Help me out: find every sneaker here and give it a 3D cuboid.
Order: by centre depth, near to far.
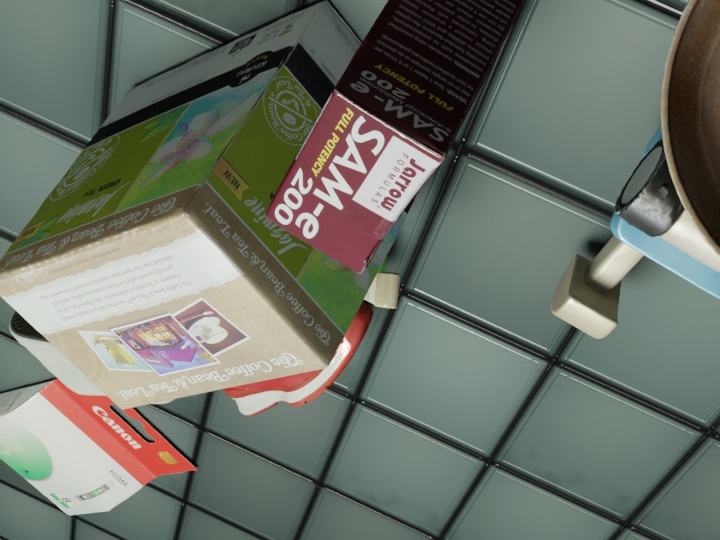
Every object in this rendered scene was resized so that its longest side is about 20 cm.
[{"bbox_3d":[-0.084,0.049,1.023,0.116,0.078,0.200,38,141,-16],"label":"sneaker"},{"bbox_3d":[-0.214,0.079,1.145,0.200,0.073,0.085,19,150,36],"label":"sneaker"}]

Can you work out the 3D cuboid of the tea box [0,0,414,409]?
[{"bbox_3d":[-0.089,-0.036,0.825,0.200,0.197,0.134,-16,127,41],"label":"tea box"}]

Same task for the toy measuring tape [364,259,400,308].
[{"bbox_3d":[0.000,0.000,0.888,0.074,0.074,0.200,46,168,-24],"label":"toy measuring tape"}]

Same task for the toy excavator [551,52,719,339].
[{"bbox_3d":[0.186,-0.034,0.748,0.100,0.200,0.195,30,99,-3],"label":"toy excavator"}]

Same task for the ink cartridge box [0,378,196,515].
[{"bbox_3d":[-0.287,0.181,1.331,0.200,0.050,0.161,-14,128,44],"label":"ink cartridge box"}]

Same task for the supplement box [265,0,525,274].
[{"bbox_3d":[0.032,-0.107,0.661,0.061,0.200,0.109,30,143,-4],"label":"supplement box"}]

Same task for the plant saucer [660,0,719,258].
[{"bbox_3d":[0.238,-0.078,0.622,0.200,0.201,0.037,30,-178,-4],"label":"plant saucer"}]
